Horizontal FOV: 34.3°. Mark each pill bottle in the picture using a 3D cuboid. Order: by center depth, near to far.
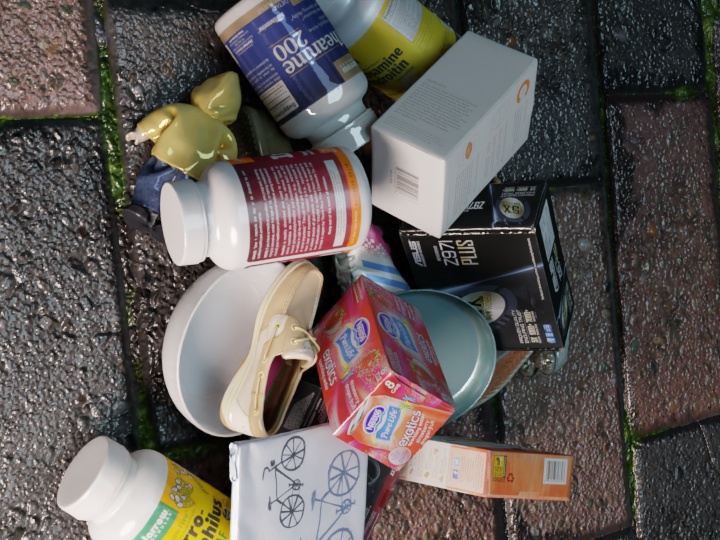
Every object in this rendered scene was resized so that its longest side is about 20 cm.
[{"bbox_3d":[-0.098,-0.062,1.205,0.199,0.113,0.113,-10,95,-24],"label":"pill bottle"},{"bbox_3d":[-0.211,0.257,1.219,0.200,0.113,0.113,40,69,-27],"label":"pill bottle"},{"bbox_3d":[-0.062,-0.217,1.287,0.111,0.111,0.200,-39,99,-28],"label":"pill bottle"},{"bbox_3d":[0.019,-0.285,1.382,0.200,0.112,0.112,31,73,-30],"label":"pill bottle"}]

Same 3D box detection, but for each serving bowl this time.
[{"bbox_3d":[-0.144,0.077,1.279,0.200,0.066,0.201,-22,120,-44],"label":"serving bowl"}]

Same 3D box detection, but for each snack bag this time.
[{"bbox_3d":[-0.067,0.257,1.245,0.200,0.021,0.189,-6,103,-44],"label":"snack bag"}]

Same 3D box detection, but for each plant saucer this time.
[{"bbox_3d":[0.063,0.106,1.405,0.199,0.027,0.201,-3,118,-6],"label":"plant saucer"}]

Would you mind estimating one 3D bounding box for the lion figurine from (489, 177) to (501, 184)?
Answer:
[{"bbox_3d":[0.130,-0.045,1.483,0.122,0.072,0.200,-32,112,-20],"label":"lion figurine"}]

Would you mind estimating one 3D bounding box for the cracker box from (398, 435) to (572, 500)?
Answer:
[{"bbox_3d":[0.137,0.234,1.406,0.134,0.200,0.058,9,83,-34],"label":"cracker box"}]

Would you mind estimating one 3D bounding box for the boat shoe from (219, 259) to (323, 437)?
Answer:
[{"bbox_3d":[-0.078,0.087,1.255,0.074,0.069,0.201,29,80,-52],"label":"boat shoe"}]

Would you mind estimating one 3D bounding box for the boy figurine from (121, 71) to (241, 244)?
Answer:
[{"bbox_3d":[-0.190,-0.132,1.265,0.124,0.064,0.200,24,72,-6],"label":"boy figurine"}]

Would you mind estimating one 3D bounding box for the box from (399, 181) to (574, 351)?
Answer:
[{"bbox_3d":[0.155,-0.002,1.397,0.086,0.163,0.200,-67,148,-43],"label":"box"}]

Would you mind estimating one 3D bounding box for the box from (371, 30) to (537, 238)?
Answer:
[{"bbox_3d":[0.106,-0.157,1.325,0.200,0.097,0.125,-47,153,-32],"label":"box"}]

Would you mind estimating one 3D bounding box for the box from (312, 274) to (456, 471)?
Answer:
[{"bbox_3d":[0.020,0.107,1.271,0.095,0.200,0.100,33,109,-25],"label":"box"}]

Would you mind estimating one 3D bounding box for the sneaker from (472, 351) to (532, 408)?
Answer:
[{"bbox_3d":[0.167,0.096,1.511,0.200,0.080,0.071,-45,140,-4],"label":"sneaker"}]

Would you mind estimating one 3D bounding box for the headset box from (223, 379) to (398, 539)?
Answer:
[{"bbox_3d":[-0.039,0.227,1.335,0.200,0.077,0.149,36,75,-44],"label":"headset box"}]

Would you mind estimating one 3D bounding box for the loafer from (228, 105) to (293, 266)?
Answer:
[{"bbox_3d":[-0.093,-0.090,1.325,0.067,0.076,0.201,-14,96,-34],"label":"loafer"}]

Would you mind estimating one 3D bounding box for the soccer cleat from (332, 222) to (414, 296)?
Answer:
[{"bbox_3d":[0.000,0.000,1.392,0.086,0.070,0.200,-48,115,-24],"label":"soccer cleat"}]

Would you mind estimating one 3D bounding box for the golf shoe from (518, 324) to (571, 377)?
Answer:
[{"bbox_3d":[0.246,0.042,1.575,0.097,0.078,0.201,-2,94,-54],"label":"golf shoe"}]
